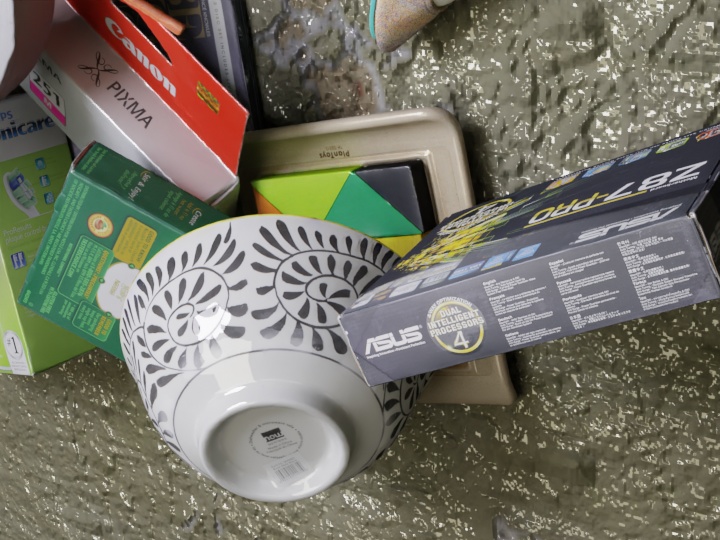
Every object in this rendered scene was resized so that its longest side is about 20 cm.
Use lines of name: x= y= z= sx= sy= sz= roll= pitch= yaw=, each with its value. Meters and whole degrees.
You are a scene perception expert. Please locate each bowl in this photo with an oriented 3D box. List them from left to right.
bowl: x=-0.049 y=0.073 z=0.818 sx=0.198 sy=0.095 sz=0.202 roll=1 pitch=131 yaw=1

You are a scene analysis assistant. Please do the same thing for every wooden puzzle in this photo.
wooden puzzle: x=0.000 y=0.000 z=0.896 sx=0.184 sy=0.037 sz=0.202 roll=-3 pitch=110 yaw=37

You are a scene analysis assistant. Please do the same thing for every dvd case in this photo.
dvd case: x=-0.156 y=-0.147 z=0.980 sx=0.198 sy=0.016 sz=0.150 roll=3 pitch=109 yaw=36

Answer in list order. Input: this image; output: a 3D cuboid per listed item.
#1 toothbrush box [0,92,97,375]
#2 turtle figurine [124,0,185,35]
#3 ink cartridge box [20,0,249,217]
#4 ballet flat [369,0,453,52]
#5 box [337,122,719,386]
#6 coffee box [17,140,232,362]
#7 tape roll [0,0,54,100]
toothbrush box: x=-0.284 y=-0.029 z=1.069 sx=0.145 sy=0.086 sz=0.202 roll=1 pitch=107 yaw=44
turtle figurine: x=-0.130 y=-0.253 z=0.805 sx=0.201 sy=0.064 sz=0.161 roll=56 pitch=137 yaw=9
ink cartridge box: x=-0.157 y=-0.116 z=0.906 sx=0.200 sy=0.043 sz=0.174 roll=46 pitch=159 yaw=10
ballet flat: x=0.055 y=-0.207 z=0.768 sx=0.067 sy=0.068 sz=0.202 roll=24 pitch=122 yaw=19
box: x=0.107 y=-0.011 z=0.722 sx=0.199 sy=0.161 sz=0.049 roll=-17 pitch=105 yaw=32
coffee box: x=-0.111 y=0.017 z=0.890 sx=0.199 sy=0.044 sz=0.123 roll=28 pitch=125 yaw=-4
tape roll: x=-0.293 y=-0.179 z=0.851 sx=0.198 sy=0.066 sz=0.202 roll=5 pitch=118 yaw=10
